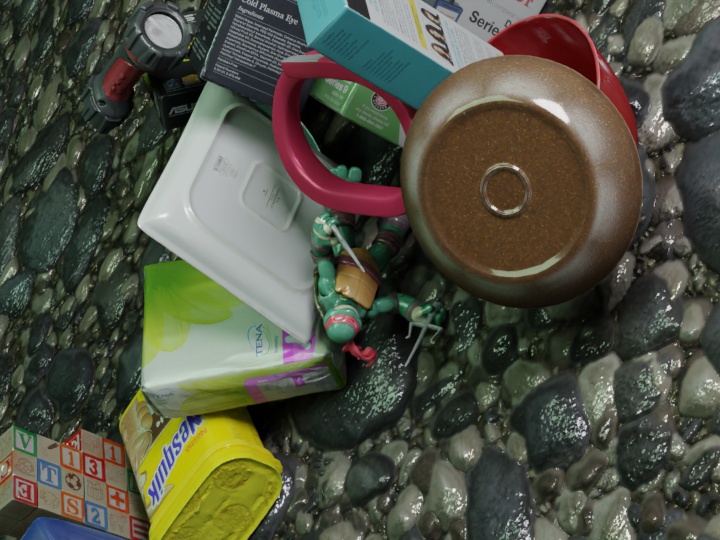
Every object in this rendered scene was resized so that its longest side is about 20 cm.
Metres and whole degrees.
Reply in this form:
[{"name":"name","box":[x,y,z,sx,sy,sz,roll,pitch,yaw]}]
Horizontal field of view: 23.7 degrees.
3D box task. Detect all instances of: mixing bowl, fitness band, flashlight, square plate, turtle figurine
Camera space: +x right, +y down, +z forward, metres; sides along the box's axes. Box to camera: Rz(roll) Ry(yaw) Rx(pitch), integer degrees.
[{"name":"mixing bowl","box":[0.159,-0.102,1.438,0.200,0.108,0.202,-30,48,40]},{"name":"fitness band","box":[-0.006,-0.118,1.468,0.037,0.145,0.199,-31,27,-34]},{"name":"flashlight","box":[-0.234,-0.202,1.755,0.068,0.068,0.200,-44,2,-36]},{"name":"square plate","box":[-0.091,-0.063,1.605,0.028,0.198,0.201,-33,28,47]},{"name":"turtle figurine","box":[0.000,0.000,1.559,0.100,0.149,0.201,-32,33,32]}]

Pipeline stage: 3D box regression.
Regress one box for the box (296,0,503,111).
[{"name":"box","box":[0.040,-0.176,1.372,0.049,0.199,0.083,-42,40,28]}]

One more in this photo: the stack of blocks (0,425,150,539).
[{"name":"stack of blocks","box":[-0.288,0.226,1.745,0.058,0.199,0.116,-38,43,29]}]

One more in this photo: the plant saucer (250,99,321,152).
[{"name":"plant saucer","box":[-0.104,-0.077,1.775,0.199,0.036,0.202,3,96,32]}]

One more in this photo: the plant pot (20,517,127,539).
[{"name":"plant pot","box":[-0.242,0.377,1.603,0.201,0.199,0.180,-59,41,8]}]

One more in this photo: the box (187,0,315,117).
[{"name":"box","box":[-0.080,-0.258,1.619,0.200,0.103,0.183,-124,55,-74]}]

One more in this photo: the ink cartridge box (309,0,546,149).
[{"name":"ink cartridge box","box":[0.063,-0.216,1.603,0.201,0.145,0.087,-61,35,5]}]

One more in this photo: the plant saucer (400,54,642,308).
[{"name":"plant saucer","box":[0.117,-0.064,1.327,0.199,0.037,0.202,6,106,23]}]

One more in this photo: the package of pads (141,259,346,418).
[{"name":"package of pads","box":[-0.113,0.057,1.663,0.198,0.068,0.156,-10,54,11]}]

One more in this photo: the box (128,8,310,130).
[{"name":"box","box":[-0.137,-0.231,1.852,0.161,0.198,0.045,-116,17,-49]}]

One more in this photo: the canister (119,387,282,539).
[{"name":"canister","box":[-0.166,0.184,1.714,0.149,0.086,0.200,-53,35,17]}]
